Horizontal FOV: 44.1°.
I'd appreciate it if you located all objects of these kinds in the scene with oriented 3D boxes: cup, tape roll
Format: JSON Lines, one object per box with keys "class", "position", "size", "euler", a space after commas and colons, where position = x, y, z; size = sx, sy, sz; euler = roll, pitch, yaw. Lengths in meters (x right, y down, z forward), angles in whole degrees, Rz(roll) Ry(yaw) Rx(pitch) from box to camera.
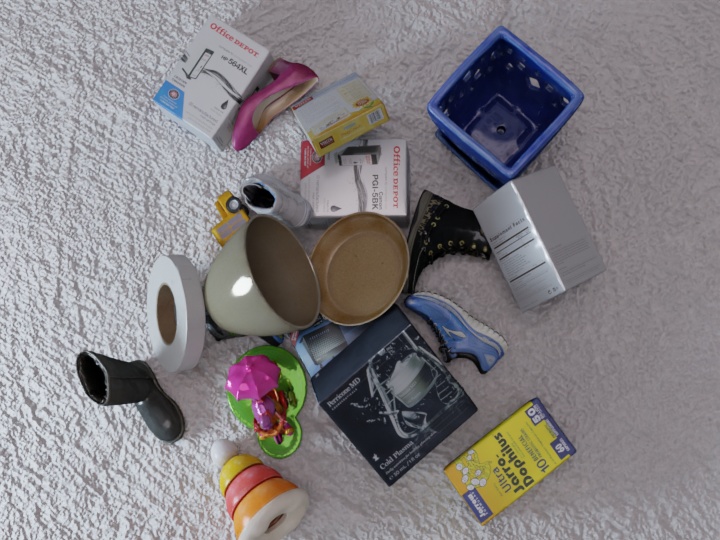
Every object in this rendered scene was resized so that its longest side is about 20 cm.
{"class": "cup", "position": [-0.180, 0.029, 1.491], "size": [0.141, 0.199, 0.204], "euler": [-26, 77, 26]}
{"class": "tape roll", "position": [-0.322, 0.074, 1.547], "size": [0.036, 0.202, 0.208], "euler": [-3, 76, -32]}

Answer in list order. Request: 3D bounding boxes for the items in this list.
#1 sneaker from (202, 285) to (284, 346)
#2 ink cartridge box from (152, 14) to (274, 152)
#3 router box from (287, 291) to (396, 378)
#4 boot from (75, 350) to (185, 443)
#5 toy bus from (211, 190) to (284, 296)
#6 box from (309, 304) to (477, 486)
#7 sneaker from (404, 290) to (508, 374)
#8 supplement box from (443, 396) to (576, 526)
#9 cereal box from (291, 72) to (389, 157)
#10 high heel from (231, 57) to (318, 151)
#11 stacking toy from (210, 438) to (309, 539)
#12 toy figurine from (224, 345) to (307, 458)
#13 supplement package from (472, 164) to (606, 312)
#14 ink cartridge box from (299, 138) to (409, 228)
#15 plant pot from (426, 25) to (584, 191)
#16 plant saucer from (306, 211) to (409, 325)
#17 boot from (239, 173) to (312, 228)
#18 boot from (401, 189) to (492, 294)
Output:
{"class": "sneaker", "position": [-0.227, 0.093, 1.601], "size": [0.195, 0.071, 0.085], "euler": [20, 101, 7]}
{"class": "ink cartridge box", "position": [-0.271, -0.353, 1.672], "size": [0.144, 0.084, 0.202], "euler": [31, 84, 9]}
{"class": "router box", "position": [-0.012, 0.126, 1.571], "size": [0.198, 0.062, 0.152], "euler": [-32, 79, -2]}
{"class": "boot", "position": [-0.388, 0.217, 1.515], "size": [0.072, 0.200, 0.183], "euler": [-39, 78, -3]}
{"class": "toy bus", "position": [-0.205, -0.044, 1.619], "size": [0.078, 0.065, 0.202], "euler": [-36, 79, -1]}
{"class": "box", "position": [0.053, 0.205, 1.477], "size": [0.199, 0.124, 0.198], "euler": [-40, 106, 0]}
{"class": "sneaker", "position": [0.156, 0.109, 1.553], "size": [0.198, 0.079, 0.090], "euler": [33, 81, 10]}
{"class": "supplement box", "position": [0.246, 0.318, 1.489], "size": [0.199, 0.110, 0.110], "euler": [-37, 78, -2]}
{"class": "cereal box", "position": [-0.040, -0.284, 1.598], "size": [0.142, 0.201, 0.040], "euler": [-27, 121, 0]}
{"class": "high heel", "position": [-0.160, -0.299, 1.653], "size": [0.095, 0.068, 0.202], "euler": [26, 76, 26]}
{"class": "stacking toy", "position": [-0.193, 0.364, 1.523], "size": [0.146, 0.146, 0.200], "euler": [-41, 63, -4]}
{"class": "toy figurine", "position": [-0.168, 0.219, 1.505], "size": [0.147, 0.184, 0.205], "euler": [-17, 79, 1]}
{"class": "supplement package", "position": [0.305, -0.054, 1.523], "size": [0.120, 0.119, 0.204], "euler": [-19, 81, -35]}
{"class": "ink cartridge box", "position": [-0.009, -0.157, 1.614], "size": [0.195, 0.083, 0.151], "euler": [-1, 78, 5]}
{"class": "plant pot", "position": [0.247, -0.266, 1.564], "size": [0.200, 0.180, 0.200], "euler": [42, 84, 11]}
{"class": "plant saucer", "position": [0.000, 0.000, 1.533], "size": [0.196, 0.035, 0.205], "euler": [-9, 69, 24]}
{"class": "boot", "position": [-0.175, -0.137, 1.574], "size": [0.198, 0.095, 0.075], "euler": [25, 91, 44]}
{"class": "boot", "position": [0.156, -0.038, 1.567], "size": [0.150, 0.074, 0.207], "euler": [15, 61, 5]}
